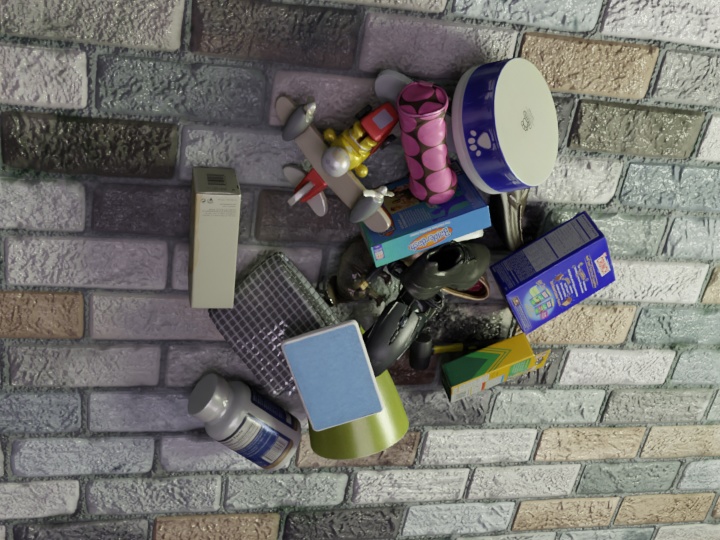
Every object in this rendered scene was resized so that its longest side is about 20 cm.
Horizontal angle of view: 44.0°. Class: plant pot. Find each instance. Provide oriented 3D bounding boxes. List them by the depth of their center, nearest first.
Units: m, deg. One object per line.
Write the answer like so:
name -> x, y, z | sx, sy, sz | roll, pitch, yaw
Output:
plant pot -> -0.023, 0.202, 1.597 | 0.184, 0.187, 0.203 | -15, 106, -6

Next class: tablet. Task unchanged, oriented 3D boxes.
tablet -> -0.044, 0.175, 1.464 | 0.128, 0.014, 0.202 | -17, 123, 1

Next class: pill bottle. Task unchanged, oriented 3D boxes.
pill bottle -> -0.211, 0.270, 1.607 | 0.111, 0.111, 0.199 | -44, 121, 12

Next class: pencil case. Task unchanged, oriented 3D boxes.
pencil case -> 0.103, -0.198, 1.367 | 0.090, 0.094, 0.201 | 16, 149, 19

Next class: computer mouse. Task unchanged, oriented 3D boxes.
computer mouse -> 0.040, 0.080, 1.494 | 0.140, 0.046, 0.200 | 43, 90, -14

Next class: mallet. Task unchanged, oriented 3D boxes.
mallet -> 0.184, 0.155, 1.695 | 0.197, 0.041, 0.067 | 2, 118, -21

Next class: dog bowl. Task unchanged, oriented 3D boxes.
dog bowl -> 0.228, -0.225, 1.389 | 0.078, 0.202, 0.201 | -6, 135, 41

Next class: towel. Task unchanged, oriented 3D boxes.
towel -> -0.136, 0.094, 1.492 | 0.165, 0.086, 0.201 | -40, 86, 8

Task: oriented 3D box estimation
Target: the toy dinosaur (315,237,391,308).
toy dinosaur -> 0.000, 0.000, 1.526 | 0.101, 0.077, 0.202 | 23, 109, -18

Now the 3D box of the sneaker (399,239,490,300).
sneaker -> 0.157, -0.012, 1.483 | 0.199, 0.076, 0.091 | -21, 157, -42

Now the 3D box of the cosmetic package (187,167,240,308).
cosmetic package -> -0.235, -0.051, 1.419 | 0.072, 0.104, 0.203 | 1, 118, -15

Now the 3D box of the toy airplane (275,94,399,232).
toy airplane -> -0.042, -0.166, 1.379 | 0.197, 0.141, 0.202 | 7, 103, 7

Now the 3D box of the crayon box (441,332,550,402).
crayon box -> 0.252, 0.179, 1.681 | 0.197, 0.052, 0.126 | -20, 159, -3

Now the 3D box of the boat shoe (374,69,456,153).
boat shoe -> 0.106, -0.266, 1.412 | 0.199, 0.069, 0.071 | 30, 146, -24

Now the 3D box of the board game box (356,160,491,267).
board game box -> 0.093, -0.096, 1.453 | 0.197, 0.153, 0.045 | -19, 129, -3

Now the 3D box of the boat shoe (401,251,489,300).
boat shoe -> 0.149, -0.001, 1.572 | 0.198, 0.069, 0.074 | 19, 115, -22

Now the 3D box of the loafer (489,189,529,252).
loafer -> 0.263, -0.122, 1.531 | 0.070, 0.073, 0.202 | -18, 123, -5

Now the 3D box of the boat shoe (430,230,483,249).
boat shoe -> 0.120, -0.074, 1.515 | 0.198, 0.070, 0.065 | -14, 102, -28

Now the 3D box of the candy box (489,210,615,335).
candy box -> 0.348, 0.006, 1.598 | 0.198, 0.078, 0.169 | -30, 145, 5

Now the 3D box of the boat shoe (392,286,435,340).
boat shoe -> 0.081, 0.086, 1.575 | 0.074, 0.066, 0.200 | 33, 130, -1
